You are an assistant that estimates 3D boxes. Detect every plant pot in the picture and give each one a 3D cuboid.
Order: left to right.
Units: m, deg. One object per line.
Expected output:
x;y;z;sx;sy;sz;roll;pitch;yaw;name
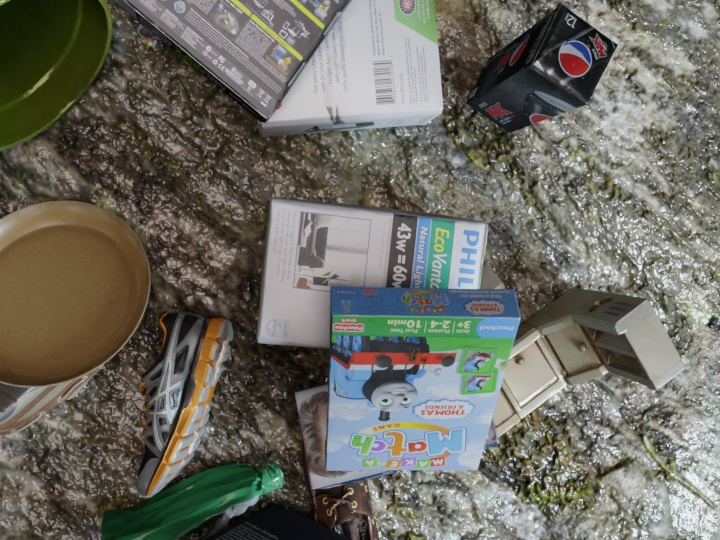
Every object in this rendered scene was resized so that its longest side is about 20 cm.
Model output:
-0.372;-0.252;0.657;0.200;0.200;0.193;-44;86;-4;plant pot
-0.309;0.023;0.711;0.194;0.028;0.205;2;62;-4;plant pot

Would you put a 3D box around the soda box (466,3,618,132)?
0.178;-0.199;0.727;0.070;0.200;0.064;30;89;-9;soda box

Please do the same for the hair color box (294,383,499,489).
0.038;0.155;0.736;0.195;0.061;0.103;-16;73;6;hair color box

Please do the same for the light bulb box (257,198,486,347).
0.000;0.000;0.703;0.194;0.198;0.129;6;95;-8;light bulb box

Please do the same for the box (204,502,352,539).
-0.112;0.370;0.689;0.121;0.195;0.206;15;96;26;box

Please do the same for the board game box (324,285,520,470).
0.044;0.100;0.608;0.146;0.037;0.204;1;132;-4;board game box

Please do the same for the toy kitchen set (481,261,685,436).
0.183;0.076;0.753;0.198;0.180;0.165;-34;96;-5;toy kitchen set

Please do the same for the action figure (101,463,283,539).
-0.174;0.256;0.754;0.195;0.118;0.056;-20;110;-16;action figure

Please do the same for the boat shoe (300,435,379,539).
-0.017;0.266;0.787;0.069;0.070;0.205;-19;94;-4;boat shoe

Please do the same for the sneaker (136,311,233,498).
-0.201;0.139;0.755;0.075;0.078;0.205;19;86;4;sneaker

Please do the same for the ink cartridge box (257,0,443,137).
-0.020;-0.229;0.754;0.194;0.084;0.150;-6;93;-9;ink cartridge box

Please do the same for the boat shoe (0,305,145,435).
-0.312;0.094;0.734;0.198;0.073;0.076;-36;64;-21;boat shoe

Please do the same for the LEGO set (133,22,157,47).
-0.225;-0.335;0.699;0.199;0.116;0.155;41;87;-9;LEGO set

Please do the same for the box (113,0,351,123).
-0.120;-0.267;0.661;0.198;0.044;0.162;36;86;-15;box
